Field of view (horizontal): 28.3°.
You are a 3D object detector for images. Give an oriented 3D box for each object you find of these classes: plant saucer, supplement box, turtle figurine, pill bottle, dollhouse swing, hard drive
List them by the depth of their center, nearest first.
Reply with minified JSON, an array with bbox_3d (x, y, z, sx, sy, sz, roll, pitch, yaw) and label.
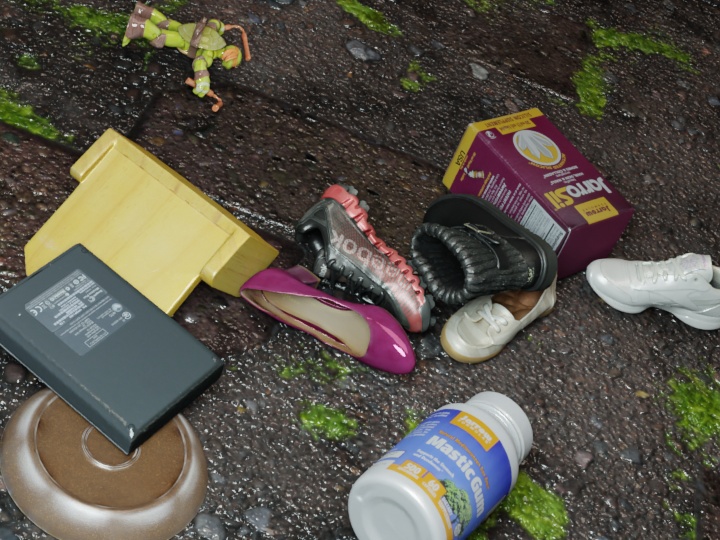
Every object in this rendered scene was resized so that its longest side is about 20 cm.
[{"bbox_3d":[-0.235,0.170,1.336,0.197,0.032,0.202,14,43,-13],"label":"plant saucer"},{"bbox_3d":[-0.248,0.071,1.380,0.199,0.033,0.139,37,46,14],"label":"hard drive"},{"bbox_3d":[0.086,0.200,1.399,0.112,0.113,0.199,38,43,16],"label":"pill bottle"},{"bbox_3d":[-0.229,-0.017,1.534,0.199,0.177,0.182,35,0,13],"label":"dollhouse swing"},{"bbox_3d":[0.219,-0.094,1.780,0.130,0.104,0.200,-17,56,-39],"label":"supplement box"},{"bbox_3d":[-0.215,-0.283,1.798,0.159,0.065,0.201,18,41,-8],"label":"turtle figurine"}]

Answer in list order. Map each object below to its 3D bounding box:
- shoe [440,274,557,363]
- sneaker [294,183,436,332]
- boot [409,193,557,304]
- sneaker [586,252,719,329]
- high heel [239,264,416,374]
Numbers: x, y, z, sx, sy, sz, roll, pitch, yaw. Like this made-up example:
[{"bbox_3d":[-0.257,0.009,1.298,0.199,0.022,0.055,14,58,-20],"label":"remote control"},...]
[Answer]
[{"bbox_3d":[0.163,0.044,1.645,0.070,0.054,0.199,42,43,19],"label":"shoe"},{"bbox_3d":[0.000,0.000,1.603,0.097,0.071,0.201,-32,75,-26],"label":"sneaker"},{"bbox_3d":[0.105,-0.030,1.623,0.156,0.081,0.210,-7,22,-39],"label":"boot"},{"bbox_3d":[0.374,0.007,1.753,0.197,0.100,0.076,11,44,-13],"label":"sneaker"},{"bbox_3d":[-0.036,0.061,1.519,0.199,0.068,0.096,30,29,29],"label":"high heel"}]
